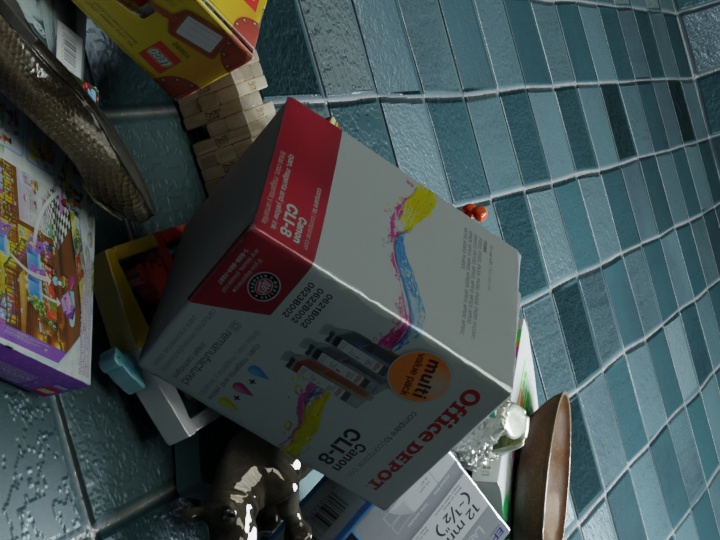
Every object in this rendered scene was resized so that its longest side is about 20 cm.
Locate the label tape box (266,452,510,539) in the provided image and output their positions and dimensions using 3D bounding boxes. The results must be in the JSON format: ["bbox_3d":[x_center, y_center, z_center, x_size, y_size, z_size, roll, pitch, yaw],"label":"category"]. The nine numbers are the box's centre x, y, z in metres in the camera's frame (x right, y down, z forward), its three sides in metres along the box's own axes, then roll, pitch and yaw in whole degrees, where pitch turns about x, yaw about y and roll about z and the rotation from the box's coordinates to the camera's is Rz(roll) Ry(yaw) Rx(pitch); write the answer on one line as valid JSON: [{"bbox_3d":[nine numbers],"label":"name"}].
[{"bbox_3d":[0.038,0.218,1.115,0.143,0.066,0.201,-48,127,-13],"label":"label tape box"}]

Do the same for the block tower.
[{"bbox_3d":[-0.098,-0.116,1.116,0.054,0.057,0.202,-35,107,-65],"label":"block tower"}]

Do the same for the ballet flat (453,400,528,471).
[{"bbox_3d":[0.104,0.128,1.209,0.200,0.071,0.073,36,42,-76],"label":"ballet flat"}]

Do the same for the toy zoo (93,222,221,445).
[{"bbox_3d":[-0.117,0.037,1.008,0.133,0.020,0.200,66,25,-1],"label":"toy zoo"}]

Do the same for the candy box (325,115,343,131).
[{"bbox_3d":[0.000,0.000,1.107,0.201,0.056,0.117,55,32,-27],"label":"candy box"}]

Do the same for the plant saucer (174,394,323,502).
[{"bbox_3d":[-0.072,0.139,1.074,0.199,0.019,0.071,28,52,-57],"label":"plant saucer"}]

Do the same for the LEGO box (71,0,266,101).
[{"bbox_3d":[-0.146,-0.238,0.968,0.200,0.077,0.150,44,39,-33],"label":"LEGO box"}]

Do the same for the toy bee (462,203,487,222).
[{"bbox_3d":[0.054,-0.037,1.325,0.109,0.130,0.201,-47,137,-13],"label":"toy bee"}]

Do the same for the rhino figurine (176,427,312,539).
[{"bbox_3d":[-0.063,0.140,1.000,0.200,0.059,0.088,-52,132,-47],"label":"rhino figurine"}]

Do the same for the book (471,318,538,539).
[{"bbox_3d":[0.133,0.162,1.415,0.135,0.047,0.201,81,17,-44],"label":"book"}]

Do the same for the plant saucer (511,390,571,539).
[{"bbox_3d":[0.175,0.216,1.436,0.200,0.036,0.203,4,90,-75],"label":"plant saucer"}]

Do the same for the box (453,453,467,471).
[{"bbox_3d":[0.039,0.154,1.261,0.157,0.049,0.203,28,52,-59],"label":"box"}]

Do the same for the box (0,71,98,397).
[{"bbox_3d":[-0.209,-0.043,0.857,0.137,0.039,0.203,37,44,-54],"label":"box"}]

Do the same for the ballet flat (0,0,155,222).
[{"bbox_3d":[-0.181,-0.093,0.854,0.068,0.046,0.201,55,-1,45],"label":"ballet flat"}]

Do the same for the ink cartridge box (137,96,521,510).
[{"bbox_3d":[-0.013,0.024,0.961,0.199,0.145,0.145,32,36,-17],"label":"ink cartridge box"}]

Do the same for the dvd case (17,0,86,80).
[{"bbox_3d":[-0.236,-0.210,0.916,0.200,0.022,0.148,36,45,-53],"label":"dvd case"}]
